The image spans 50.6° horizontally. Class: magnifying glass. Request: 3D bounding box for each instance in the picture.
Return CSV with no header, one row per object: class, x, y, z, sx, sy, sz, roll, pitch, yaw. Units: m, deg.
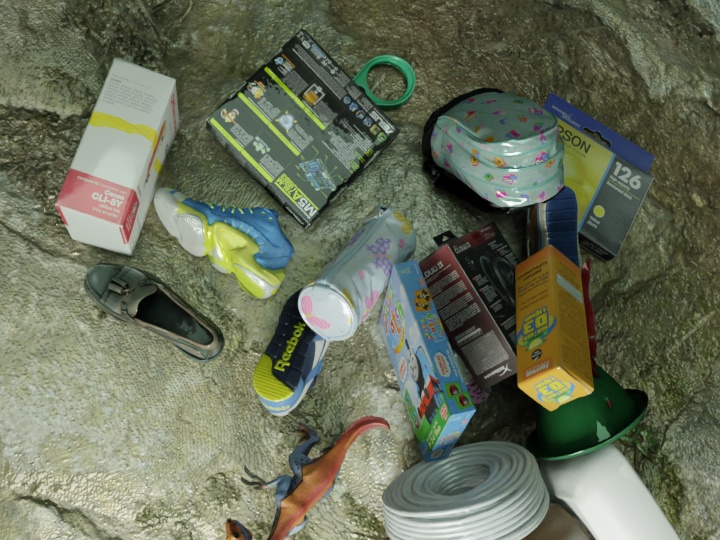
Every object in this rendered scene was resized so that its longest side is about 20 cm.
magnifying glass,-0.010,-0.254,1.104,0.198,0.022,0.080,-25,83,-14

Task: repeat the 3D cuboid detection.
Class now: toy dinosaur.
toy dinosaur,-0.080,0.254,0.895,0.105,0.200,0.182,43,28,-9

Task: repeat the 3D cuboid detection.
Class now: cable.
cable,0.122,0.271,0.907,0.198,0.200,0.070,-17,97,8

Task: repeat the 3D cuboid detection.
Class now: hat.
hat,0.249,0.112,0.955,0.164,0.200,0.178,-25,92,21

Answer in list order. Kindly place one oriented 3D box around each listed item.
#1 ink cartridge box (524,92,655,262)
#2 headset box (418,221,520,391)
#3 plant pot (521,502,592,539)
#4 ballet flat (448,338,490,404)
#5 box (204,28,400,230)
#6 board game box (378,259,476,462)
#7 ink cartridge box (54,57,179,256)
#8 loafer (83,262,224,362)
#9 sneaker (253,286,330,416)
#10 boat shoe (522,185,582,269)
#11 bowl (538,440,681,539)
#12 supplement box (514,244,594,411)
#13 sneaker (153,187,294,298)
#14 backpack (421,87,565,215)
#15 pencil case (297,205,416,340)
ink cartridge box,0.332,-0.148,1.136,0.196,0.047,0.201,30,75,-1
headset box,0.163,0.034,1.003,0.148,0.077,0.201,-24,80,-54
plant pot,0.175,0.384,0.905,0.197,0.200,0.201,-30,83,-25
ballet flat,0.110,0.091,1.017,0.069,0.071,0.201,-31,84,-10
box,-0.077,-0.194,1.048,0.200,0.047,0.193,44,79,-5
board game box,0.075,0.113,0.933,0.036,0.152,0.202,-10,59,-14
ink cartridge box,-0.297,-0.137,0.953,0.082,0.145,0.202,17,74,-7
loafer,-0.258,0.044,0.958,0.199,0.063,0.072,31,72,-3
sneaker,-0.077,0.099,0.983,0.073,0.083,0.201,20,53,16
boat shoe,0.267,-0.022,1.072,0.071,0.072,0.203,-1,102,-14
bowl,0.297,0.311,0.933,0.074,0.200,0.201,-31,84,-15
supplement box,0.236,0.067,0.940,0.069,0.066,0.201,34,40,-26
sneaker,-0.172,-0.056,1.004,0.200,0.076,0.105,42,60,-7
backpack,0.185,-0.165,1.024,0.166,0.127,0.200,-28,40,-9
pencil case,0.000,0.000,0.972,0.082,0.091,0.200,23,45,15
